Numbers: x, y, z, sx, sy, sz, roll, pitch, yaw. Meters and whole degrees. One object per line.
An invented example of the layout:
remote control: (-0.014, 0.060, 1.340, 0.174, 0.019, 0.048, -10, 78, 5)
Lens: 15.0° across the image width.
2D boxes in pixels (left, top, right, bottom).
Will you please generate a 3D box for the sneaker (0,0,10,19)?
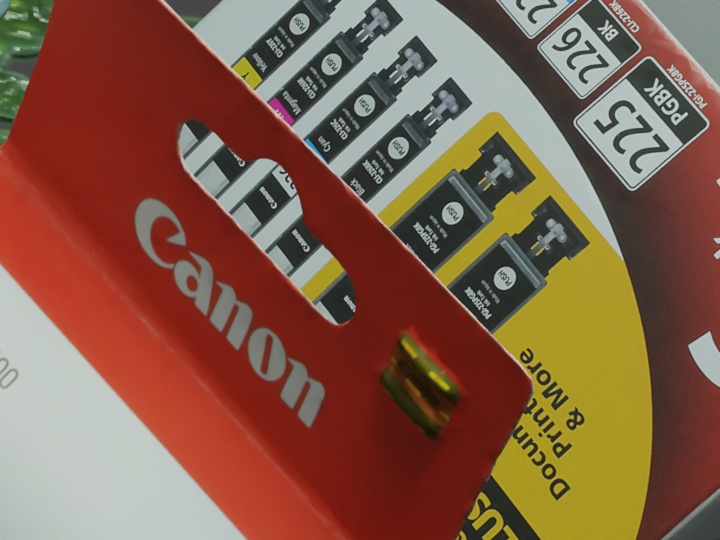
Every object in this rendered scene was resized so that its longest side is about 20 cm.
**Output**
sneaker: (-0.198, -0.141, 0.801, 0.198, 0.131, 0.080, 2, 24, -12)

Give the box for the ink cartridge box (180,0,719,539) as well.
ink cartridge box: (0.030, 0.009, 0.730, 0.200, 0.175, 0.084, 51, 9, 27)

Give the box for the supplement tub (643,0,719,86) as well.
supplement tub: (0.130, -0.156, 1.039, 0.144, 0.145, 0.200, 23, 36, -4)

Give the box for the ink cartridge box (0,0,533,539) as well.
ink cartridge box: (-0.062, 0.050, 0.619, 0.047, 0.201, 0.160, -17, 53, -44)
